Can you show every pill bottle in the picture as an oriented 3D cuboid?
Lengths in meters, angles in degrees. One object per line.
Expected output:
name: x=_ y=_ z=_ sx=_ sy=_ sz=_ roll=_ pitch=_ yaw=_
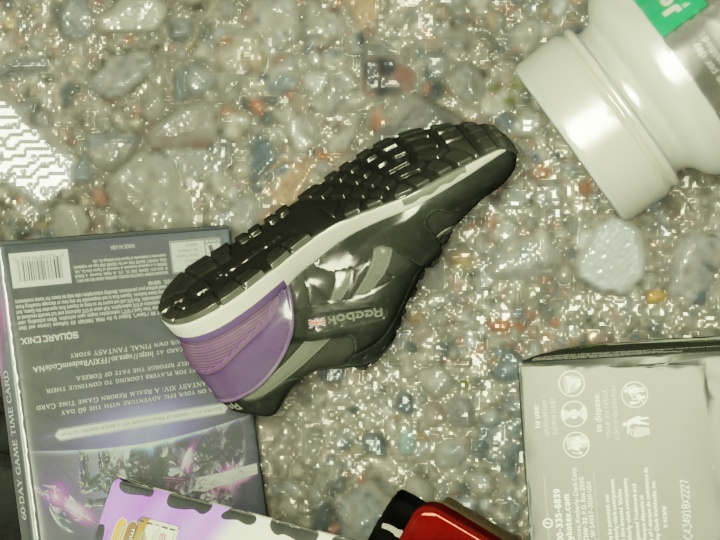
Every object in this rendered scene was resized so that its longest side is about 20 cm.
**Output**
pill bottle: x=0.182 y=-0.118 z=0.849 sx=0.200 sy=0.113 sz=0.113 roll=-36 pitch=83 yaw=7

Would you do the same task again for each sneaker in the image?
sneaker: x=0.000 y=0.000 z=0.913 sx=0.200 sy=0.076 sz=0.088 roll=-31 pitch=116 yaw=-2

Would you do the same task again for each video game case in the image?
video game case: x=-0.114 y=0.080 z=0.894 sx=0.019 sy=0.143 sz=0.201 roll=-9 pitch=87 yaw=48

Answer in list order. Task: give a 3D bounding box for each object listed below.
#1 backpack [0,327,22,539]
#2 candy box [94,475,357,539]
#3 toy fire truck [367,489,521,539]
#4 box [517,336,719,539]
backpack: x=-0.237 y=0.065 z=0.894 sx=0.200 sy=0.150 sz=0.178 roll=15 pitch=87 yaw=-29
candy box: x=-0.054 y=0.195 z=0.787 sx=0.200 sy=0.071 sz=0.168 roll=6 pitch=75 yaw=47
toy fire truck: x=0.022 y=0.210 z=0.827 sx=0.129 sy=0.200 sz=0.176 roll=31 pitch=94 yaw=10
box: x=0.145 y=0.106 z=0.806 sx=0.124 sy=0.200 sz=0.149 roll=-4 pitch=89 yaw=11
